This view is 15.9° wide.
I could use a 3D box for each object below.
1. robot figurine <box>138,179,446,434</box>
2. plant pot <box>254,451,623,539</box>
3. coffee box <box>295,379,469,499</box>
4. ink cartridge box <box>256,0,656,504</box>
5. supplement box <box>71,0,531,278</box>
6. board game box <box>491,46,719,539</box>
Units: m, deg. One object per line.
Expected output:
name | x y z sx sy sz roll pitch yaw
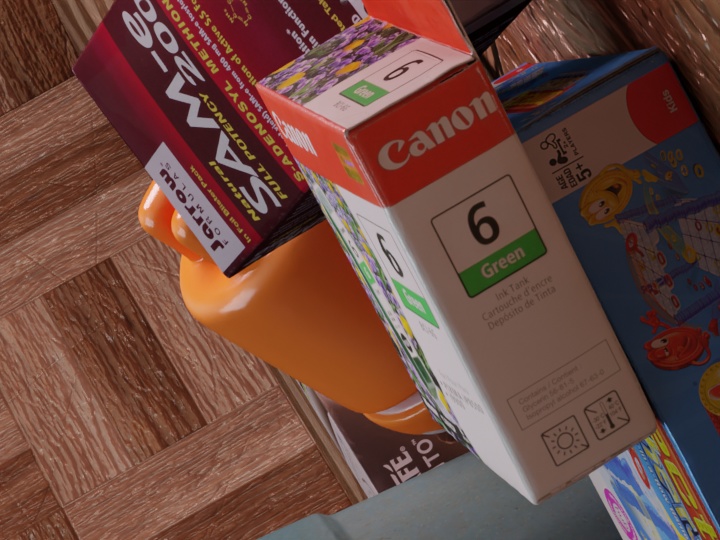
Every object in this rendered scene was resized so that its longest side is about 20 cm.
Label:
robot figurine | 0.001 0.001 1.155 0.200 0.144 0.117 31 -135 -27
plant pot | 0.069 0.155 1.082 0.200 0.196 0.200 60 175 9
coffee box | 0.042 0.069 1.308 0.200 0.113 0.080 58 173 29
ink cartridge box | 0.014 -0.033 0.806 0.200 0.050 0.109 62 171 -18
supplement box | -0.024 -0.089 0.937 0.109 0.061 0.200 53 147 6
board game box | 0.101 0.026 0.888 0.200 0.056 0.196 61 174 -6
